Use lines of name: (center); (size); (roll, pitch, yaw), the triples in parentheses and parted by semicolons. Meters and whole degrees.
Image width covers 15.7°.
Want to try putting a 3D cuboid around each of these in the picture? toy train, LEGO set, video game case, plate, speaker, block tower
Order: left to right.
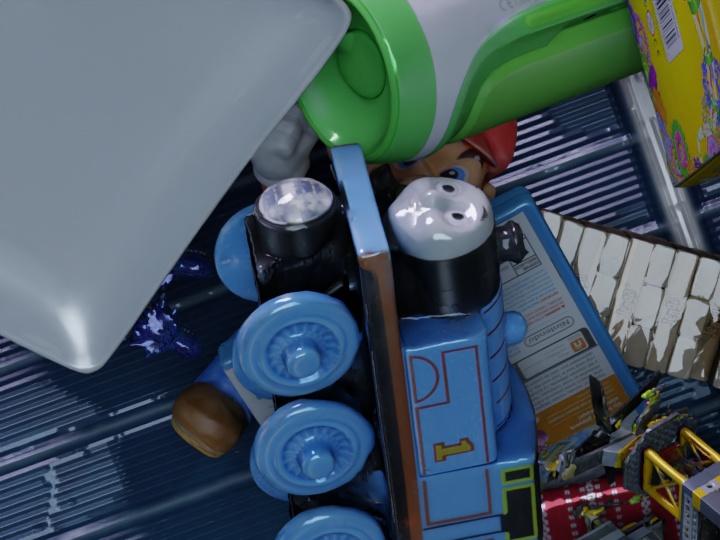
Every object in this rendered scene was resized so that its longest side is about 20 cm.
plate: (-0.136, -0.075, 0.981); (0.199, 0.032, 0.200); (27, 120, -20)
toy train: (0.010, 0.043, 1.006); (0.114, 0.087, 0.201); (-11, 128, -5)
video game case: (0.050, 0.075, 1.095); (0.143, 0.018, 0.200); (-28, 120, 7)
speaker: (0.069, -0.106, 1.035); (0.199, 0.088, 0.089); (-22, 95, -32)
block tower: (0.155, 0.022, 1.117); (0.199, 0.054, 0.058); (17, 95, 0)
LEGO set: (0.147, 0.097, 1.036); (0.153, 0.116, 0.201); (-32, 138, -20)

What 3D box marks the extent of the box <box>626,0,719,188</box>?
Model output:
box: (0.191, -0.155, 0.954); (0.191, 0.122, 0.201); (-14, 84, -6)

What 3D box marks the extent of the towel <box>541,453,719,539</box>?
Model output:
towel: (0.156, 0.136, 1.116); (0.199, 0.023, 0.145); (-12, 121, 2)

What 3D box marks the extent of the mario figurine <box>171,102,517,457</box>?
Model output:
mario figurine: (0.000, 0.000, 1.087); (0.106, 0.123, 0.201); (37, 104, 36)

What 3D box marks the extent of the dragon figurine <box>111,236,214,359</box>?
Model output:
dragon figurine: (-0.145, -0.026, 1.095); (0.199, 0.099, 0.059); (26, 95, 3)
